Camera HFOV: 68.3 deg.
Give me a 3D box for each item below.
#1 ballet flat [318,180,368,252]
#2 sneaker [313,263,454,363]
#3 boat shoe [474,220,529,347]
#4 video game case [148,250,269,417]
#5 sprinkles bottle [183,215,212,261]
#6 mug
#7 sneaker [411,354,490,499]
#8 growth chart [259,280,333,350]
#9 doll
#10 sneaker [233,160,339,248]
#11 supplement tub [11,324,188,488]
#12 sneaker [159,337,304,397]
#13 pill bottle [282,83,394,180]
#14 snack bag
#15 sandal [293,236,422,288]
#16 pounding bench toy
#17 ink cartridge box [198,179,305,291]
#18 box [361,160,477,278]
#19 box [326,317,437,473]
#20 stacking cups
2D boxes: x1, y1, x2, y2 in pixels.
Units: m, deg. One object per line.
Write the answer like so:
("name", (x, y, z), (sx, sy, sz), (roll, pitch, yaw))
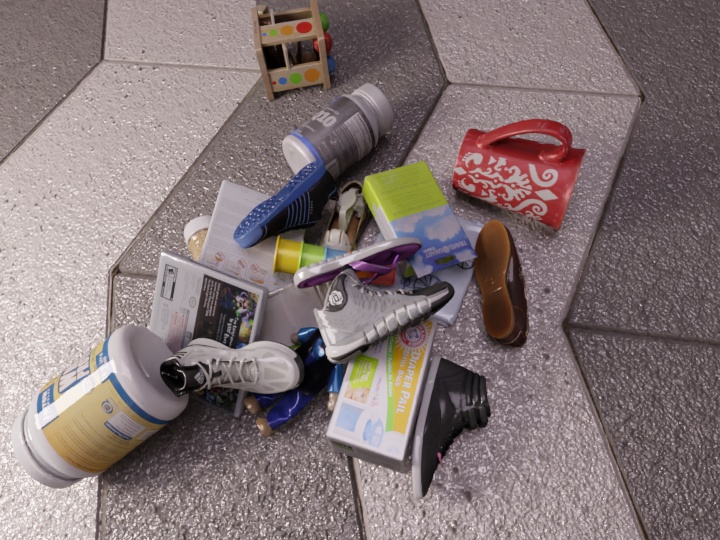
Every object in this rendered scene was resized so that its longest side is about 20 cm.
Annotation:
("ballet flat", (-0.032, -0.068, 0.911), (0.069, 0.071, 0.205), (13, 64, 11))
("sneaker", (0.024, 0.032, 0.723), (0.196, 0.075, 0.118), (-26, 75, -8))
("boat shoe", (0.228, 0.021, 0.851), (0.069, 0.069, 0.206), (-22, 56, 44))
("video game case", (-0.236, 0.095, 0.797), (0.177, 0.023, 0.206), (19, 104, 14))
("sprinkles bottle", (-0.236, 0.006, 0.884), (0.067, 0.069, 0.203), (-23, 64, -9))
("mug", (0.268, -0.184, 0.899), (0.195, 0.182, 0.134), (19, 34, 19))
("sneaker", (0.130, 0.222, 0.744), (0.096, 0.071, 0.204), (9, 59, 14))
("growth chart", (-0.111, 0.087, 0.820), (0.194, 0.018, 0.149), (-14, 102, -7))
("doll", (-0.076, 0.150, 0.774), (0.200, 0.048, 0.137), (-45, 59, 4))
("sneaker", (-0.115, -0.091, 0.870), (0.199, 0.079, 0.070), (-43, 32, -17))
("supplement tub", (-0.357, 0.189, 0.739), (0.198, 0.145, 0.146), (-36, 64, 2))
("sneaker", (-0.180, 0.144, 0.714), (0.194, 0.115, 0.078), (2, 101, 17))
("pill bottle", (-0.037, -0.248, 0.977), (0.199, 0.115, 0.113), (-41, 67, -17))
("snack bag", (0.107, -0.027, 0.905), (0.184, 0.022, 0.203), (23, 67, 14))
("sandal", (0.000, 0.002, 0.786), (0.197, 0.083, 0.051), (-16, 77, -4))
("pounding bench toy", (-0.139, -0.486, 1.102), (0.151, 0.125, 0.205), (-11, 62, -2))
("ink cartridge box", (-0.179, -0.032, 0.883), (0.158, 0.050, 0.206), (18, 65, -16))
("box", (0.095, -0.080, 0.880), (0.119, 0.048, 0.204), (-17, 66, -18))
("box", (0.036, 0.165, 0.764), (0.109, 0.102, 0.205), (13, 64, 11))
("stacking cups", (-0.040, -0.011, 0.853), (0.193, 0.061, 0.062), (8, 61, -9))
